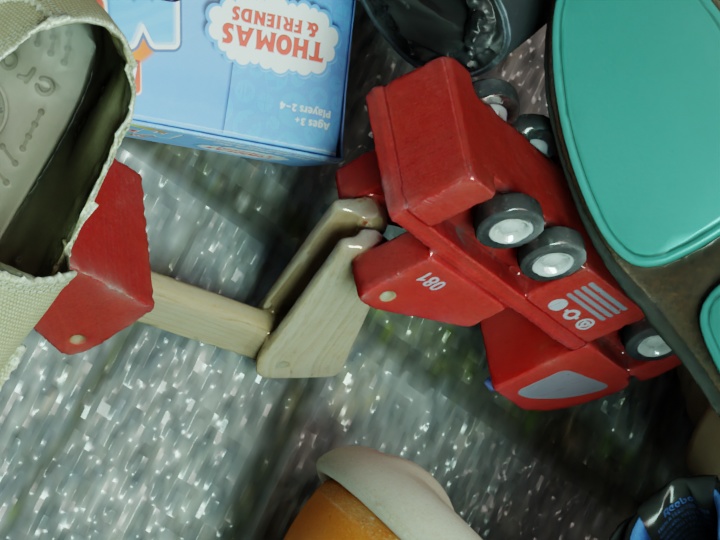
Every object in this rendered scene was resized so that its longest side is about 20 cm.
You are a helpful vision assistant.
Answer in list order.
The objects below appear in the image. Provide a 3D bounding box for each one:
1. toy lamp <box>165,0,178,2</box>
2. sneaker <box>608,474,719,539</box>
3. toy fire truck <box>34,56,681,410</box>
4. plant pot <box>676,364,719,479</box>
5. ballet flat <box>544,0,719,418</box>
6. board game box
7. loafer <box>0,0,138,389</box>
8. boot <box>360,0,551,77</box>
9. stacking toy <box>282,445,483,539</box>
[{"bbox_3d":[-0.123,-0.141,0.696,0.199,0.058,0.058,33,72,-10],"label":"toy lamp"},{"bbox_3d":[0.119,0.095,0.768,0.200,0.073,0.112,-71,139,-63],"label":"sneaker"},{"bbox_3d":[0.000,0.000,0.781,0.200,0.140,0.049,35,38,-48],"label":"toy fire truck"},{"bbox_3d":[0.169,-0.015,0.869,0.200,0.201,0.093,-32,70,-29],"label":"plant pot"},{"bbox_3d":[0.108,0.000,0.750,0.068,0.068,0.201,-25,71,9],"label":"ballet flat"},{"bbox_3d":[-0.066,-0.142,0.778,0.151,0.037,0.201,9,84,-32],"label":"board game box"},{"bbox_3d":[-0.118,0.004,0.665,0.075,0.068,0.201,30,74,-33],"label":"loafer"},{"bbox_3d":[0.050,-0.172,0.801,0.168,0.076,0.201,-27,111,-53],"label":"boot"},{"bbox_3d":[-0.022,0.164,0.768,0.200,0.146,0.146,-42,111,-9],"label":"stacking toy"}]
